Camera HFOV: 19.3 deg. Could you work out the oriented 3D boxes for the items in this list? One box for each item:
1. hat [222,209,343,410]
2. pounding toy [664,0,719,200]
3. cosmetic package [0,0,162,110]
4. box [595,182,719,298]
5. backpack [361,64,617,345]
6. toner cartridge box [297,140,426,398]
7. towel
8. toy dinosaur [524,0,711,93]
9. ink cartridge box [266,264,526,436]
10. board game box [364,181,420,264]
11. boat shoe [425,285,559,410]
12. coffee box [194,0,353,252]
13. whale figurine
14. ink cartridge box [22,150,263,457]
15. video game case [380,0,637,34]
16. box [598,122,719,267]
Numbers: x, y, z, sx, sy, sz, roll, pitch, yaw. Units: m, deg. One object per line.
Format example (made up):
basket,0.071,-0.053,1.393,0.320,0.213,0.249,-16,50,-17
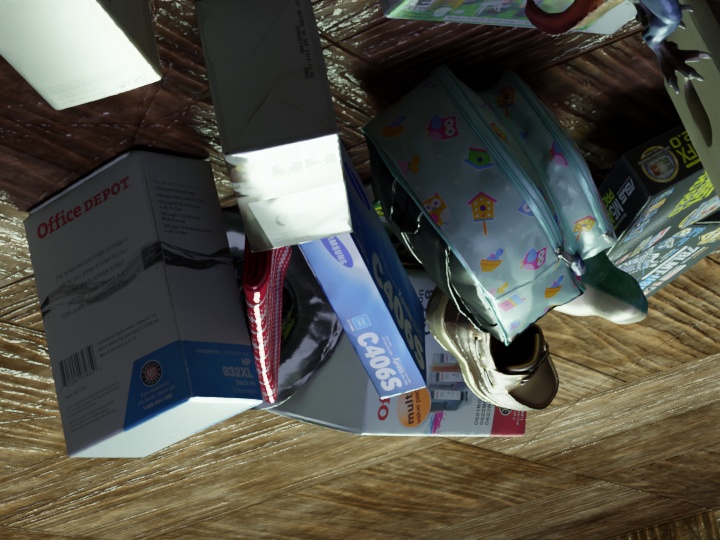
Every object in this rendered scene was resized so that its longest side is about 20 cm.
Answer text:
hat,-0.115,0.021,1.815,0.199,0.202,0.081,-4,-154,-8
pounding toy,0.320,-0.136,1.504,0.183,0.201,0.143,-10,134,-6
cosmetic package,-0.178,-0.175,1.170,0.073,0.104,0.200,-15,163,7
box,0.229,-0.023,1.974,0.198,0.050,0.200,-3,159,-28
backpack,0.092,-0.059,1.578,0.153,0.176,0.200,-37,153,8
toner cartridge box,0.000,0.000,1.683,0.043,0.095,0.200,-16,131,13
towel,-0.071,-0.002,1.644,0.022,0.145,0.200,1,151,3
toy dinosaur,0.190,-0.196,1.310,0.199,0.105,0.182,-3,143,10
ink cartridge box,0.037,0.069,1.899,0.199,0.146,0.144,4,-176,-40
board game box,0.041,-0.039,1.848,0.104,0.024,0.199,-22,160,37
boat shoe,0.126,0.073,1.821,0.067,0.072,0.200,21,164,38
coffee box,-0.057,-0.101,1.455,0.079,0.114,0.200,-12,161,-1
whale figurine,0.151,-0.025,1.741,0.199,0.104,0.159,25,-179,16
ink cartridge box,-0.169,0.028,1.629,0.145,0.201,0.083,-26,159,37
video game case,0.141,-0.210,1.399,0.199,0.022,0.182,0,158,-33
box,0.264,-0.073,1.768,0.160,0.044,0.200,-27,166,-19
